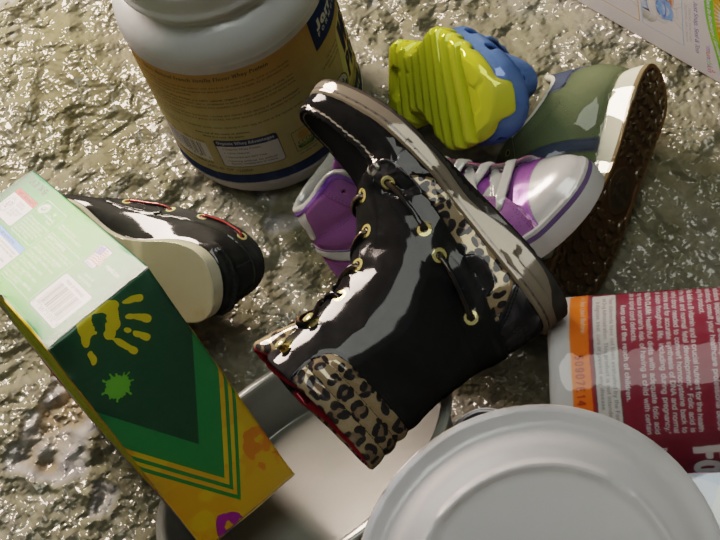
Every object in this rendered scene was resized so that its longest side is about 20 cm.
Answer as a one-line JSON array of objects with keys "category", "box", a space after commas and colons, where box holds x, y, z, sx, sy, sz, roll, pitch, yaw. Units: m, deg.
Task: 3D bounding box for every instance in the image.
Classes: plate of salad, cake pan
[{"category": "plate of salad", "box": [0.094, 0.171, 0.839, 0.199, 0.048, 0.201, 0, 85, -4]}, {"category": "cake pan", "box": [-0.027, 0.119, 0.950, 0.200, 0.037, 0.201, -25, 30, 15]}]

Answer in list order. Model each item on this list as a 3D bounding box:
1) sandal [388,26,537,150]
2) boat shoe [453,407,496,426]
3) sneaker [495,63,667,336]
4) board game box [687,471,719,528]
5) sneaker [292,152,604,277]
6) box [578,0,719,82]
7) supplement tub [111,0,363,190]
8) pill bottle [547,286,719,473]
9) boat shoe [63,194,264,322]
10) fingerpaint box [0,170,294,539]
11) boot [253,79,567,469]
[{"category": "sandal", "box": [0.078, -0.125, 1.062, 0.087, 0.080, 0.200, -5, 14, -11]}, {"category": "boat shoe", "box": [0.057, 0.157, 0.920, 0.070, 0.091, 0.201, 5, 60, 16]}, {"category": "sneaker", "box": [0.126, -0.051, 1.057, 0.090, 0.067, 0.201, 11, 66, 37]}, {"category": "board game box", "box": [0.243, 0.204, 0.848, 0.198, 0.043, 0.201, -4, 73, 10]}, {"category": "sneaker", "box": [0.043, -0.046, 0.988, 0.200, 0.114, 0.073, -21, 32, 34]}, {"category": "box", "box": [0.235, -0.218, 1.105, 0.112, 0.102, 0.200, -44, 59, -14]}, {"category": "supplement tub", "box": [-0.083, -0.163, 1.088, 0.144, 0.200, 0.145, -6, 58, 10]}, {"category": "pill bottle", "box": [0.212, 0.066, 0.927, 0.199, 0.114, 0.115, -4, 58, 11]}, {"category": "boat shoe", "box": [-0.156, -0.012, 1.099, 0.201, 0.074, 0.063, 13, 23, 33]}, {"category": "fingerpaint box", "box": [-0.144, 0.047, 0.953, 0.073, 0.167, 0.200, -39, 32, -12]}, {"category": "boot", "box": [0.000, 0.000, 0.914, 0.151, 0.073, 0.200, -43, 76, -8]}]
